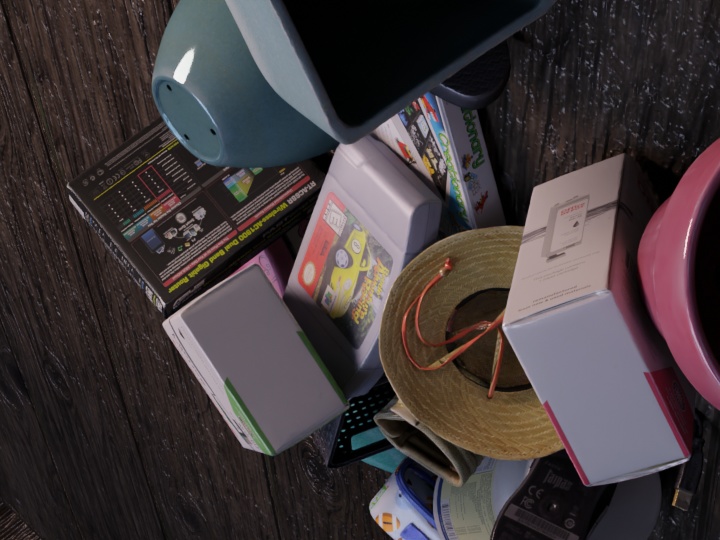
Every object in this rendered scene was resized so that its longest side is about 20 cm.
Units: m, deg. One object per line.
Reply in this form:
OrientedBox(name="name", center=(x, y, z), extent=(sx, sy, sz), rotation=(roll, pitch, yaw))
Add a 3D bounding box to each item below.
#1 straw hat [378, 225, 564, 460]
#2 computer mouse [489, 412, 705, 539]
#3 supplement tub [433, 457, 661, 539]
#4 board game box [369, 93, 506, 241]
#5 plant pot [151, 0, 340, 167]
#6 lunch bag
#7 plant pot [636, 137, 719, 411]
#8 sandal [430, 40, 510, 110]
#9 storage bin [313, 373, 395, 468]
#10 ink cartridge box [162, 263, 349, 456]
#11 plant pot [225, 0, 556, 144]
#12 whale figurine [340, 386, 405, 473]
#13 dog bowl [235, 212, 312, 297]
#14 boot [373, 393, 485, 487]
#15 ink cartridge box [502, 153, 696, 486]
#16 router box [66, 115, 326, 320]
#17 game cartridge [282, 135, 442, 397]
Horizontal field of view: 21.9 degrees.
OrientedBox(name="straw hat", center=(0.117, 0.056, 1.525), extent=(0.201, 0.201, 0.085), rotation=(49, -179, 2))
OrientedBox(name="computer mouse", center=(0.198, 0.183, 1.519), extent=(0.140, 0.200, 0.046), rotation=(19, 161, 17))
OrientedBox(name="supplement tub", center=(0.165, 0.203, 1.658), extent=(0.145, 0.145, 0.200), rotation=(52, 156, -5))
OrientedBox(name="board game box", center=(0.055, -0.104, 1.533), extent=(0.126, 0.035, 0.200), rotation=(33, 151, 43))
OrientedBox(name="plant pot", center=(-0.099, -0.165, 1.601), extent=(0.200, 0.135, 0.200), rotation=(39, 155, 23))
OrientedBox(name="lunch bag", center=(0.111, 0.256, 1.809), extent=(0.200, 0.160, 0.076), rotation=(42, 116, 6))
OrientedBox(name="plant pot", center=(0.261, 0.001, 1.162), extent=(0.200, 0.200, 0.179), rotation=(54, 171, -8))
OrientedBox(name="sandal", center=(0.047, -0.176, 1.412), extent=(0.200, 0.076, 0.043), rotation=(43, 156, 42))
OrientedBox(name="storage bin", center=(0.020, 0.093, 1.735), extent=(0.200, 0.135, 0.094), rotation=(106, 142, -64))
OrientedBox(name="ink cartridge box", center=(-0.095, 0.079, 1.618), extent=(0.146, 0.084, 0.200), rotation=(57, 169, -2))
OrientedBox(name="plant pot", center=(-0.019, -0.235, 1.304), extent=(0.200, 0.196, 0.196), rotation=(28, 150, 59))
OrientedBox(name="whale figurine", center=(0.013, 0.163, 1.922), extent=(0.200, 0.104, 0.159), rotation=(55, 156, -15))
OrientedBox(name="dog bowl", center=(-0.085, 0.007, 1.836), extent=(0.200, 0.074, 0.200), rotation=(39, 140, 43))
OrientedBox(name="boot", center=(0.062, 0.074, 1.596), extent=(0.200, 0.155, 0.072), rotation=(44, 155, 12))
OrientedBox(name="ink cartridge box", center=(0.176, 0.031, 1.313), extent=(0.083, 0.200, 0.147), rotation=(-20, 114, 22))
OrientedBox(name="router box", center=(-0.149, -0.073, 1.731), extent=(0.150, 0.200, 0.062), rotation=(50, 167, 11))
OrientedBox(name="game cartridge", center=(0.000, 0.000, 1.563), extent=(0.133, 0.041, 0.200), rotation=(44, 126, 37))
